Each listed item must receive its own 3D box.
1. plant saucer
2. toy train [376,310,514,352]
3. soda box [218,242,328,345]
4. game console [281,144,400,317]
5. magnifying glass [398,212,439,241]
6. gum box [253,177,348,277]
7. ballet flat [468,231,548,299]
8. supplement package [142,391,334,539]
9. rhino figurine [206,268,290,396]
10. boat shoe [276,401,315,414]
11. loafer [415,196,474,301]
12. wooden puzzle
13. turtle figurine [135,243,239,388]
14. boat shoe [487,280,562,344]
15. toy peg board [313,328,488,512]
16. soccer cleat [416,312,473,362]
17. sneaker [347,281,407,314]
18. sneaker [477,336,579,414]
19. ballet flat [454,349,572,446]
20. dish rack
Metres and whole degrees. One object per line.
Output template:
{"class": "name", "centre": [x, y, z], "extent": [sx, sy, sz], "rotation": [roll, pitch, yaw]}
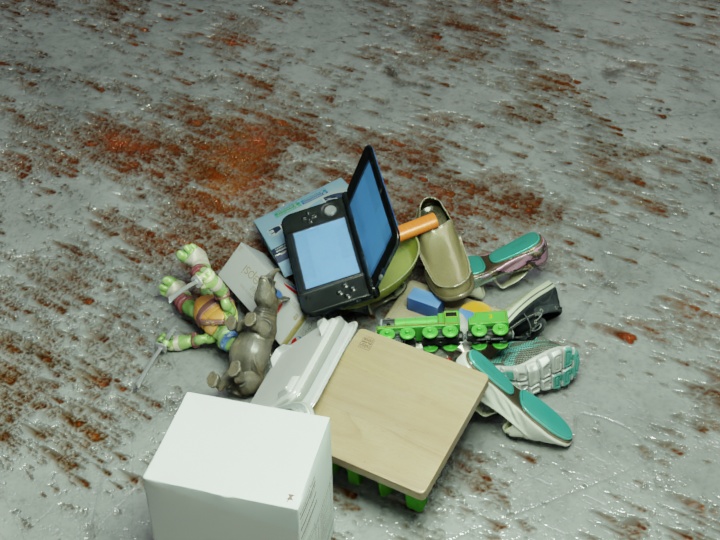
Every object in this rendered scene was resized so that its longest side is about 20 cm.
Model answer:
{"class": "plant saucer", "centre": [0.000, 0.000, 1.770], "extent": [0.198, 0.031, 0.201], "rotation": [-15, 32, 10]}
{"class": "toy train", "centre": [0.116, 0.084, 1.621], "extent": [0.198, 0.042, 0.057], "rotation": [-2, 43, 2]}
{"class": "soda box", "centre": [-0.135, 0.042, 1.773], "extent": [0.068, 0.064, 0.200], "rotation": [-53, 50, 8]}
{"class": "game console", "centre": [-0.033, -0.059, 1.686], "extent": [0.169, 0.119, 0.201], "rotation": [-17, 51, 2]}
{"class": "magnifying glass", "centre": [0.025, -0.042, 1.756], "extent": [0.199, 0.022, 0.080], "rotation": [-22, 52, -6]}
{"class": "gum box", "centre": [-0.075, -0.074, 1.868], "extent": [0.169, 0.045, 0.200], "rotation": [-27, 22, -6]}
{"class": "ballet flat", "centre": [0.205, 0.003, 1.822], "extent": [0.198, 0.072, 0.069], "rotation": [-20, 30, 4]}
{"class": "supplement package", "centre": [-0.140, 0.281, 1.394], "extent": [0.189, 0.201, 0.148], "rotation": [9, 40, 11]}
{"class": "rhino figurine", "centre": [-0.154, 0.089, 1.668], "extent": [0.059, 0.087, 0.202], "rotation": [10, 73, 30]}
{"class": "boat shoe", "centre": [-0.133, 0.224, 1.483], "extent": [0.064, 0.201, 0.075], "rotation": [-3, 72, -49]}
{"class": "loafer", "centre": [0.122, -0.036, 1.789], "extent": [0.075, 0.068, 0.201], "rotation": [-22, 47, 2]}
{"class": "wooden puzzle", "centre": [0.121, 0.089, 1.748], "extent": [0.184, 0.047, 0.200], "rotation": [18, 42, 21]}
{"class": "turtle figurine", "centre": [-0.265, 0.047, 1.729], "extent": [0.198, 0.145, 0.194], "rotation": [-12, 37, -20]}
{"class": "boat shoe", "centre": [0.245, 0.074, 1.726], "extent": [0.199, 0.074, 0.063], "rotation": [-26, 85, -50]}
{"class": "toy peg board", "centre": [0.043, 0.209, 1.541], "extent": [0.199, 0.098, 0.200], "rotation": [19, 53, 22]}
{"class": "soccer cleat", "centre": [0.070, 0.117, 1.663], "extent": [0.198, 0.070, 0.078], "rotation": [-14, 56, -3]}
{"class": "sneaker", "centre": [0.050, 0.007, 1.825], "extent": [0.200, 0.068, 0.090], "rotation": [-36, 39, -27]}
{"class": "sneaker", "centre": [0.215, 0.147, 1.671], "extent": [0.198, 0.078, 0.091], "rotation": [-13, 24, -20]}
{"class": "ballet flat", "centre": [0.202, 0.187, 1.591], "extent": [0.200, 0.069, 0.070], "rotation": [38, 41, -10]}
{"class": "dish rack", "centre": [-0.096, 0.147, 1.596], "extent": [0.044, 0.171, 0.201], "rotation": [44, 42, -15]}
